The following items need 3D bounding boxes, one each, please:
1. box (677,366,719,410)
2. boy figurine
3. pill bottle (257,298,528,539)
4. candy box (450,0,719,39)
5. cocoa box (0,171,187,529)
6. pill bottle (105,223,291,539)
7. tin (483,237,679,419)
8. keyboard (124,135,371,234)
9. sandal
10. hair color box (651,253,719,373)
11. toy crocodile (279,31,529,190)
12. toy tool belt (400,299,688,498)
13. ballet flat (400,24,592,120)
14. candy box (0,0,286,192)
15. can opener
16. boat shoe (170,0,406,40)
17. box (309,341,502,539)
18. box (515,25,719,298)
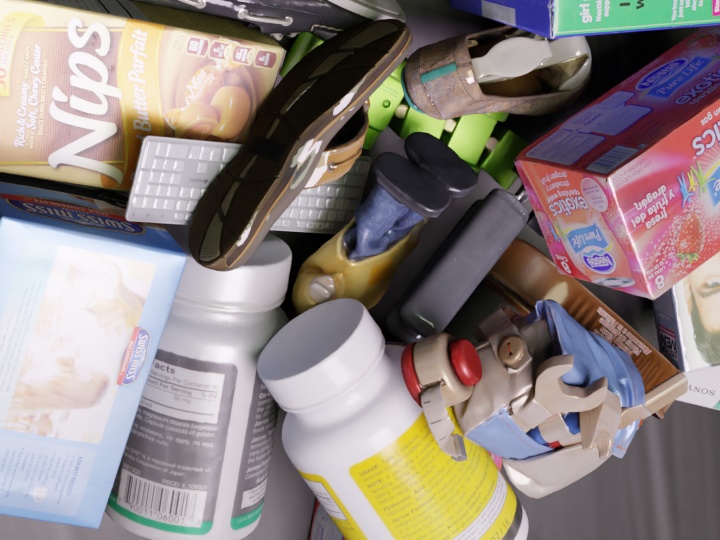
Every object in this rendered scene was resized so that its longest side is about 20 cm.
[{"bbox_3d":[0.319,0.016,1.908,0.144,0.036,0.200,14,106,-26],"label":"box"},{"bbox_3d":[0.000,0.000,1.712,0.124,0.064,0.200,-35,160,-50],"label":"boy figurine"},{"bbox_3d":[0.018,0.119,1.671,0.111,0.111,0.200,-36,115,-5],"label":"pill bottle"},{"bbox_3d":[0.180,-0.205,1.682,0.200,0.169,0.077,-8,106,-20],"label":"candy box"},{"bbox_3d":[-0.215,0.045,1.643,0.133,0.131,0.200,12,106,-26],"label":"cocoa box"},{"bbox_3d":[-0.107,0.074,1.710,0.113,0.113,0.200,3,110,-23],"label":"pill bottle"},{"bbox_3d":[0.151,0.035,1.805,0.200,0.112,0.042,40,83,-31],"label":"tin"},{"bbox_3d":[-0.071,-0.055,1.672,0.200,0.011,0.056,3,112,-45],"label":"keyboard"},{"bbox_3d":[-0.032,-0.076,1.633,0.055,0.082,0.200,38,83,-35],"label":"sandal"},{"bbox_3d":[0.252,-0.037,1.812,0.099,0.061,0.200,-12,101,-10],"label":"hair color box"},{"bbox_3d":[0.035,-0.109,1.731,0.200,0.062,0.068,21,101,-24],"label":"toy crocodile"},{"bbox_3d":[0.125,0.068,1.652,0.123,0.125,0.200,-23,152,23],"label":"toy tool belt"},{"bbox_3d":[0.111,-0.137,1.693,0.200,0.067,0.068,-20,87,-49],"label":"ballet flat"},{"bbox_3d":[-0.161,-0.114,1.644,0.200,0.055,0.115,8,109,-26],"label":"candy box"},{"bbox_3d":[0.100,-0.020,1.701,0.067,0.053,0.200,41,66,-6],"label":"can opener"},{"bbox_3d":[-0.061,-0.182,1.648,0.200,0.074,0.060,15,118,-37],"label":"boat shoe"},{"bbox_3d":[0.031,0.159,1.811,0.095,0.103,0.200,3,108,-23],"label":"box"},{"bbox_3d":[0.215,-0.078,1.677,0.200,0.103,0.095,-35,118,-25],"label":"box"}]
